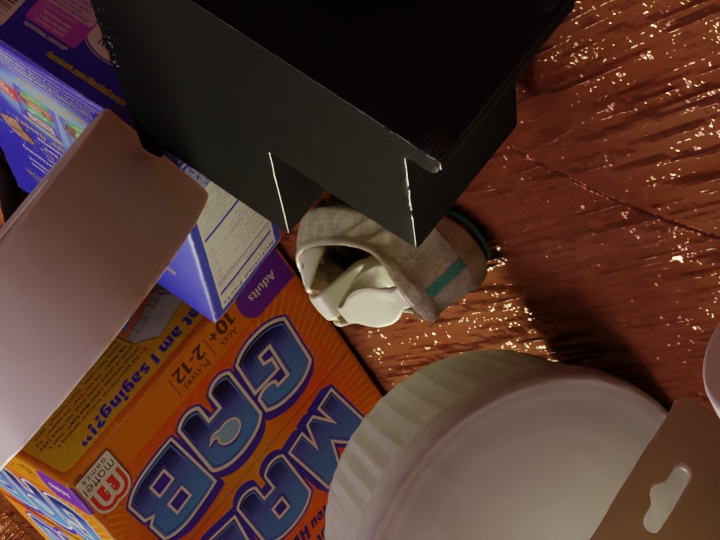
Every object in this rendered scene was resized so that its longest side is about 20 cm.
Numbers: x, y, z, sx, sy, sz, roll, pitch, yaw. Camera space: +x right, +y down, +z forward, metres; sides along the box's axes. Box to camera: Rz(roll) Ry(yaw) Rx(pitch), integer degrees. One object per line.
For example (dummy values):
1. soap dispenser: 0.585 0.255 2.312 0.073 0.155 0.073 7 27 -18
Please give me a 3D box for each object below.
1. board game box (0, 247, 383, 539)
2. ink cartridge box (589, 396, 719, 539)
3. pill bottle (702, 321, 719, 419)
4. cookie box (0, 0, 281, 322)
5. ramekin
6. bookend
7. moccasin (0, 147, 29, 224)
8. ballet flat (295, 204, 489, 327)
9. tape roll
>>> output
1. board game box: -0.128 0.100 1.397 0.199 0.200 0.200 19 152 49
2. ink cartridge box: 0.188 0.165 0.948 0.199 0.117 0.068 39 144 1
3. pill bottle: 0.212 0.093 0.833 0.112 0.113 0.201 18 151 50
4. cookie box: -0.140 -0.083 1.208 0.170 0.075 0.201 33 159 20
5. ramekin: 0.072 0.135 1.096 0.203 0.202 0.094 52 171 -29
6. bookend: -0.013 -0.084 0.925 0.199 0.092 0.199 34 162 19
7. moccasin: -0.199 -0.028 1.365 0.202 0.073 0.078 50 166 51
8. ballet flat: 0.000 0.000 1.134 0.067 0.062 0.200 47 161 -14
9. tape roll: -0.166 0.016 1.063 0.071 0.203 0.202 39 162 -10
